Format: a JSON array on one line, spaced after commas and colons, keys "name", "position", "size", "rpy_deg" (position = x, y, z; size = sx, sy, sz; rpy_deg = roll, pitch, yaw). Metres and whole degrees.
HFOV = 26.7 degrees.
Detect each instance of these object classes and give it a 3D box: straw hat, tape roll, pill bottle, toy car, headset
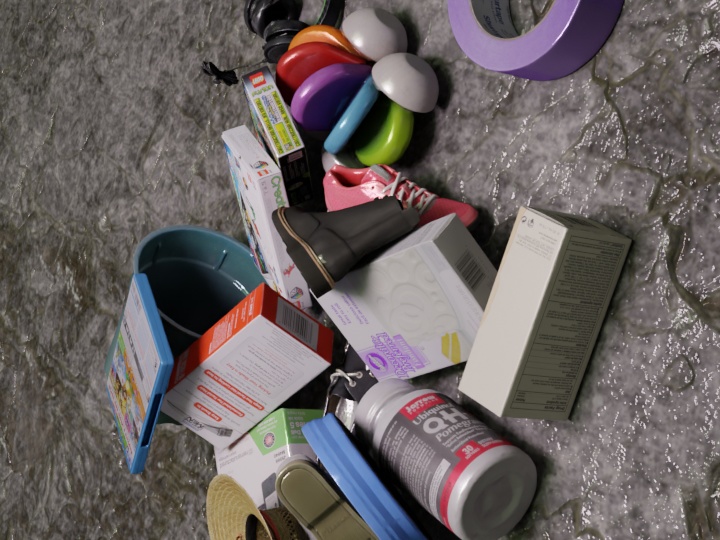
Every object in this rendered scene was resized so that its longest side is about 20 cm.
[{"name": "straw hat", "position": [-0.091, 0.309, 1.675], "size": [0.201, 0.085, 0.201], "rpy_deg": [37, 135, 50]}, {"name": "tape roll", "position": [0.183, -0.303, 1.592], "size": [0.200, 0.066, 0.200], "rpy_deg": [-9, 78, 47]}, {"name": "pill bottle", "position": [0.083, 0.193, 1.602], "size": [0.200, 0.111, 0.111], "rpy_deg": [34, 110, 45]}, {"name": "toy car", "position": [-0.021, -0.203, 1.745], "size": [0.175, 0.150, 0.200], "rpy_deg": [-53, 49, 30]}, {"name": "headset", "position": [-0.112, -0.308, 1.908], "size": [0.200, 0.094, 0.124], "rpy_deg": [-45, 52, 21]}]

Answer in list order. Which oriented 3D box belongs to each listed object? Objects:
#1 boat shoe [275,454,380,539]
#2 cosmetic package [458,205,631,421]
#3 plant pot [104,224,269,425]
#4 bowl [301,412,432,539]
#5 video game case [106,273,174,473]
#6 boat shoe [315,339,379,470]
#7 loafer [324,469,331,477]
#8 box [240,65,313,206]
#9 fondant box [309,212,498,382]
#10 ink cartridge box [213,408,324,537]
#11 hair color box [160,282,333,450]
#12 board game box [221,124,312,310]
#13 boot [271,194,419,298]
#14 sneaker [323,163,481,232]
[{"name": "boat shoe", "position": [-0.019, 0.280, 1.633], "size": [0.075, 0.068, 0.200], "rpy_deg": [-31, 98, 5]}, {"name": "cosmetic package", "position": [0.184, 0.044, 1.514], "size": [0.073, 0.103, 0.200], "rpy_deg": [33, 108, 47]}, {"name": "plant pot", "position": [-0.225, 0.081, 1.922], "size": [0.196, 0.200, 0.200], "rpy_deg": [-58, 47, 36]}, {"name": "bowl", "position": [0.012, 0.236, 1.629], "size": [0.039, 0.201, 0.201], "rpy_deg": [-38, 50, -1]}, {"name": "video game case", "position": [-0.263, 0.123, 1.795], "size": [0.200, 0.018, 0.143], "rpy_deg": [111, 146, -40]}, {"name": "boat shoe", "position": [-0.009, 0.146, 1.752], "size": [0.074, 0.060, 0.200], "rpy_deg": [19, 99, 48]}, {"name": "loafer", "position": [-0.016, 0.321, 1.692], "size": [0.068, 0.070, 0.201], "rpy_deg": [123, 127, -74]}, {"name": "box", "position": [-0.097, -0.155, 1.803], "size": [0.200, 0.035, 0.110], "rpy_deg": [84, 161, -76]}, {"name": "fondant box", "position": [0.061, 0.035, 1.629], "size": [0.200, 0.058, 0.144], "rpy_deg": [-21, 111, 46]}, {"name": "ink cartridge box", "position": [-0.089, 0.281, 1.805], "size": [0.145, 0.084, 0.200], "rpy_deg": [-31, 62, 42]}, {"name": "hair color box", "position": [-0.138, 0.115, 1.775], "size": [0.200, 0.111, 0.064], "rpy_deg": [-40, 28, 28]}, {"name": "board game box", "position": [-0.112, -0.060, 1.822], "size": [0.126, 0.035, 0.200], "rpy_deg": [-127, 20, -50]}, {"name": "boot", "position": [-0.015, -0.048, 1.657], "size": [0.138, 0.077, 0.200], "rpy_deg": [-32, 27, 0]}, {"name": "sneaker", "position": [0.037, -0.074, 1.676], "size": [0.200, 0.074, 0.087], "rpy_deg": [8, 130, 34]}]
